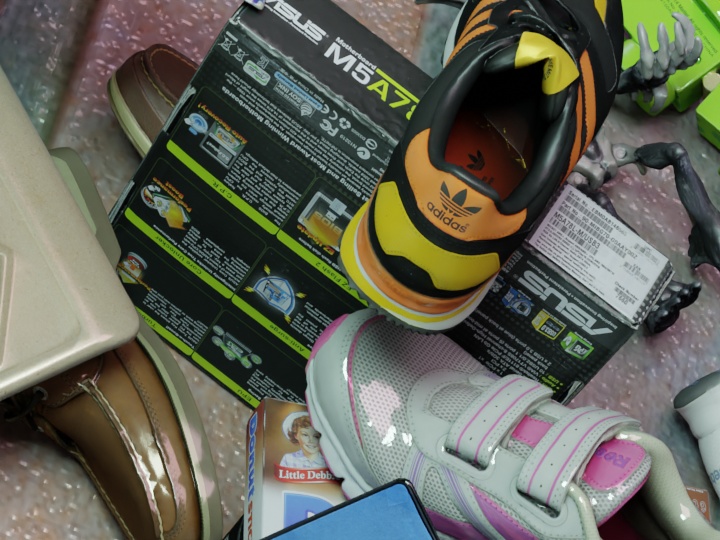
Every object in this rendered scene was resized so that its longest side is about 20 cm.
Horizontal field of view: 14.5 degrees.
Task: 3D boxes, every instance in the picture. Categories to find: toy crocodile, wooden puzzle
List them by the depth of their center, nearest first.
[{"bbox_3d":[-0.212,-0.008,1.107,0.199,0.046,0.186,-23,71,-21],"label":"wooden puzzle"},{"bbox_3d":[0.183,-0.081,1.394,0.067,0.062,0.200,-41,75,-4],"label":"toy crocodile"}]

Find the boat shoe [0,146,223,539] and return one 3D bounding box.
[{"bbox_3d":[-0.120,0.041,1.155,0.068,0.072,0.200,-12,56,-28],"label":"boat shoe"}]

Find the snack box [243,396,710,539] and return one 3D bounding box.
[{"bbox_3d":[0.049,0.105,1.129,0.199,0.024,0.072,13,56,-20],"label":"snack box"}]

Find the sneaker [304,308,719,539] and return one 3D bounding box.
[{"bbox_3d":[0.070,0.078,1.083,0.200,0.088,0.081,38,51,-1],"label":"sneaker"}]

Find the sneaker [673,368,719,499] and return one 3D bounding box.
[{"bbox_3d":[0.239,0.081,1.319,0.199,0.075,0.088,-6,74,-23],"label":"sneaker"}]

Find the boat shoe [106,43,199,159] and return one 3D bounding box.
[{"bbox_3d":[-0.020,-0.036,1.240,0.200,0.068,0.072,40,26,0],"label":"boat shoe"}]

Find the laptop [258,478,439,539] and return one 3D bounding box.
[{"bbox_3d":[-0.046,0.204,0.966,0.200,0.116,0.188,-26,91,-33],"label":"laptop"}]

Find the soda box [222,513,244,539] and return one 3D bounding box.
[{"bbox_3d":[0.045,0.138,1.168,0.199,0.071,0.064,10,54,-22],"label":"soda box"}]

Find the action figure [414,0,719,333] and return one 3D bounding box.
[{"bbox_3d":[0.108,-0.075,1.325,0.119,0.102,0.200,-33,79,-27],"label":"action figure"}]

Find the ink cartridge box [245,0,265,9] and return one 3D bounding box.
[{"bbox_3d":[-0.116,-0.176,1.084,0.200,0.039,0.100,32,49,-17],"label":"ink cartridge box"}]

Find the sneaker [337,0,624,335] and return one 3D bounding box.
[{"bbox_3d":[0.063,-0.067,1.050,0.070,0.090,0.200,33,52,-4],"label":"sneaker"}]

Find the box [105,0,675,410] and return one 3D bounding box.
[{"bbox_3d":[0.000,0.000,1.158,0.200,0.193,0.048,37,52,0],"label":"box"}]
